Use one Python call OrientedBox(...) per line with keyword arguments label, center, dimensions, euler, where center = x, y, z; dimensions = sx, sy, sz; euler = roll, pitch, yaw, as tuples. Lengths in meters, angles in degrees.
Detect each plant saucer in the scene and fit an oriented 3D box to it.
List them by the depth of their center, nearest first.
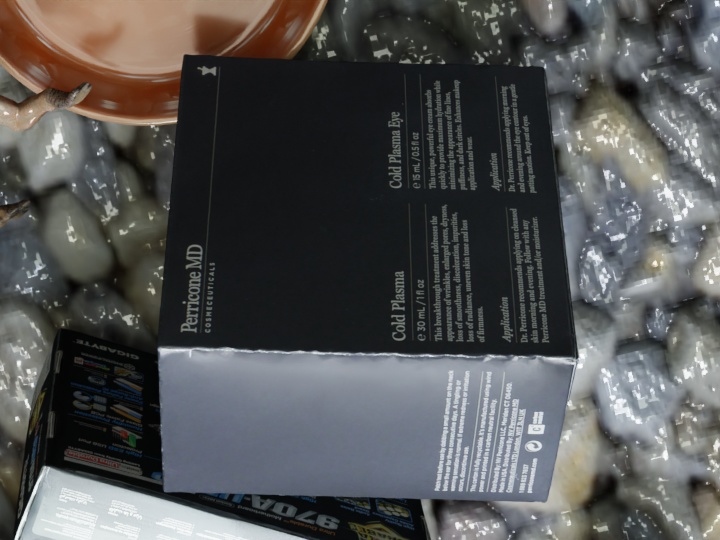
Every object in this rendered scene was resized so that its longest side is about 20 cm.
OrientedBox(label="plant saucer", center=(-0.109, -0.174, 0.969), dimensions=(0.200, 0.032, 0.201), euler=(0, 106, 1))

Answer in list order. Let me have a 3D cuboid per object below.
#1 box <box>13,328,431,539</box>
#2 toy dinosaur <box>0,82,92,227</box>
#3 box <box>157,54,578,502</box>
OrientedBox(label="box", center=(-0.067, 0.105, 0.969), dimensions=(0.200, 0.159, 0.046), euler=(17, 110, -13))
OrientedBox(label="toy dinosaur", center=(-0.224, -0.084, 0.961), dimensions=(0.136, 0.086, 0.200), euler=(43, 142, 5))
OrientedBox(label="box", center=(0.000, 0.000, 0.919), dimensions=(0.182, 0.200, 0.104), euler=(3, 136, -2))
